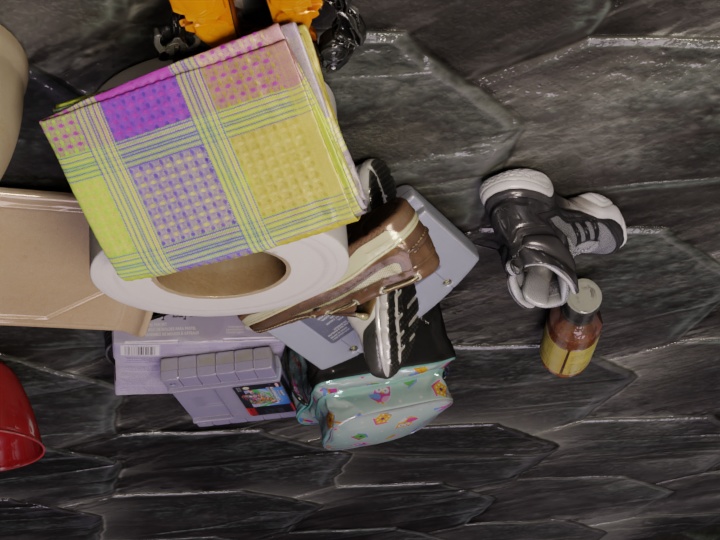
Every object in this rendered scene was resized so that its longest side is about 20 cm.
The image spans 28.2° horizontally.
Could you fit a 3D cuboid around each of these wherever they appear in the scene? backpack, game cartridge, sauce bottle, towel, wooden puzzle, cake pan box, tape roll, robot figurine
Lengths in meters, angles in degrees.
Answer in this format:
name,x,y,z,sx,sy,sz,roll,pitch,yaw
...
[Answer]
name,x,y,z,sx,sy,sz,roll,pitch,yaw
backpack,0.006,0.112,1.568,0.174,0.155,0.200,-13,171,-15
game cartridge,0.007,0.012,1.364,0.199,0.042,0.133,-35,139,17
sauce bottle,0.241,0.063,1.616,0.065,0.067,0.200,-4,159,-2
towel,-0.103,-0.074,0.971,0.198,0.023,0.145,-17,111,18
wooden puzzle,-0.278,-0.012,1.302,0.198,0.037,0.186,8,138,-16
cake pan box,-0.186,0.089,1.606,0.198,0.053,0.185,-2,156,-8
tape roll,-0.112,-0.062,1.122,0.200,0.141,0.203,-4,159,-2
robot figurine,-0.071,-0.183,0.936,0.143,0.059,0.200,-5,158,2
game cartridge,-0.143,0.136,1.625,0.128,0.039,0.200,-3,159,6

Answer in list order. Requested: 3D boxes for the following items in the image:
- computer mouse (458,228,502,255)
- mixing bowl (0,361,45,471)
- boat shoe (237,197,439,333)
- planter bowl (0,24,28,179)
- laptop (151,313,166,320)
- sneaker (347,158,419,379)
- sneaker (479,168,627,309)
name,x,y,z,sx,sy,sz,roll,pitch,yaw
computer mouse,0.109,-0.015,1.431,0.198,0.034,0.059,6,155,-26
mixing bowl,-0.458,0.156,1.632,0.198,0.109,0.200,-4,159,-1
boat shoe,-0.019,0.017,1.214,0.201,0.075,0.075,-28,111,37
planter bowl,-0.336,-0.088,1.012,0.198,0.136,0.201,-4,159,-2
laptop,-0.175,-0.016,1.398,0.176,0.104,0.200,-18,129,29
sneaker,0.000,0.000,1.281,0.079,0.202,0.074,-3,-165,24
sneaker,0.185,-0.016,1.335,0.075,0.115,0.199,-22,153,37
